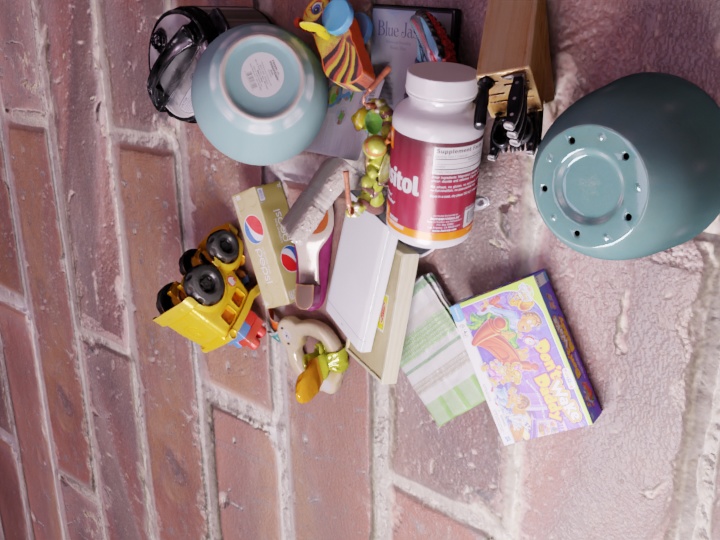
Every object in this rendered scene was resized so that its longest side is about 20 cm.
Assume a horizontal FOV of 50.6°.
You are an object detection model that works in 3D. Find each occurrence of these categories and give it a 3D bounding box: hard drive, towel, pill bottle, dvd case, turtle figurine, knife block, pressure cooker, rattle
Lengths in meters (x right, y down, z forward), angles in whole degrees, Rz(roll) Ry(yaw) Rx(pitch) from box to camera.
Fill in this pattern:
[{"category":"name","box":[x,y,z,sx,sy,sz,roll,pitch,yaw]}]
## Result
[{"category":"hard drive","box":[0.000,0.000,1.140,0.132,0.026,0.204,47,130,51]},{"category":"towel","box":[-0.064,-0.101,1.102,0.034,0.200,0.134,34,93,-12]},{"category":"pill bottle","box":[0.090,-0.140,0.919,0.112,0.112,0.204,25,126,34]},{"category":"dvd case","box":[0.070,-0.258,1.054,0.141,0.017,0.204,19,115,38]},{"category":"turtle figurine","box":[0.027,-0.147,0.996,0.063,0.161,0.204,11,77,7]},{"category":"knife block","box":[0.169,-0.232,0.859,0.063,0.175,0.204,-2,103,25]},{"category":"pressure cooker","box":[-0.237,-0.319,1.188,0.177,0.198,0.180,20,115,35]},{"category":"rattle","box":[-0.128,0.144,1.292,0.198,0.143,0.132,34,143,22]},{"category":"towel","box":[0.112,0.119,1.140,0.149,0.030,0.202,-40,78,45]}]

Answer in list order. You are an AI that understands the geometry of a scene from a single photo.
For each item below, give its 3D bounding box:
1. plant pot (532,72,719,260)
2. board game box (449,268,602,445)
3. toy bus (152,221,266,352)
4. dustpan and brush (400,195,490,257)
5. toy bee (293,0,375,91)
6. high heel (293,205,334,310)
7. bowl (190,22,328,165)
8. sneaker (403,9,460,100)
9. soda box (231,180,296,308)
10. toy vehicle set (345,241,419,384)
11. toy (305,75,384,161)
[{"category":"plant pot","box":[0.277,-0.102,0.820,0.198,0.160,0.205,16,115,37]},{"category":"board game box","box":[0.218,0.117,1.014,0.133,0.045,0.203,-24,88,35]},{"category":"toy bus","box":[-0.242,0.046,1.361,0.191,0.202,0.135,40,139,-22]},{"category":"dustpan and brush","box":[0.106,-0.088,1.049,0.197,0.057,0.143,-4,101,43]},{"category":"toy bee","box":[-0.038,-0.336,1.065,0.107,0.131,0.204,-15,55,31]},{"category":"high heel","box":[-0.075,-0.036,1.248,0.066,0.096,0.204,12,93,7]},{"category":"bowl","box":[-0.136,-0.252,1.047,0.105,0.197,0.205,-172,64,-81]},{"category":"sneaker","box":[0.085,-0.225,0.977,0.094,0.079,0.204,-12,105,21]},{"category":"soda box","box":[-0.148,-0.043,1.294,0.067,0.063,0.204,-13,95,43]},{"category":"toy vehicle set","box":[0.029,0.052,1.144,0.124,0.026,0.204,36,122,55]},{"category":"toy","box":[-0.029,-0.222,1.122,0.199,0.047,0.117,22,94,55]}]
